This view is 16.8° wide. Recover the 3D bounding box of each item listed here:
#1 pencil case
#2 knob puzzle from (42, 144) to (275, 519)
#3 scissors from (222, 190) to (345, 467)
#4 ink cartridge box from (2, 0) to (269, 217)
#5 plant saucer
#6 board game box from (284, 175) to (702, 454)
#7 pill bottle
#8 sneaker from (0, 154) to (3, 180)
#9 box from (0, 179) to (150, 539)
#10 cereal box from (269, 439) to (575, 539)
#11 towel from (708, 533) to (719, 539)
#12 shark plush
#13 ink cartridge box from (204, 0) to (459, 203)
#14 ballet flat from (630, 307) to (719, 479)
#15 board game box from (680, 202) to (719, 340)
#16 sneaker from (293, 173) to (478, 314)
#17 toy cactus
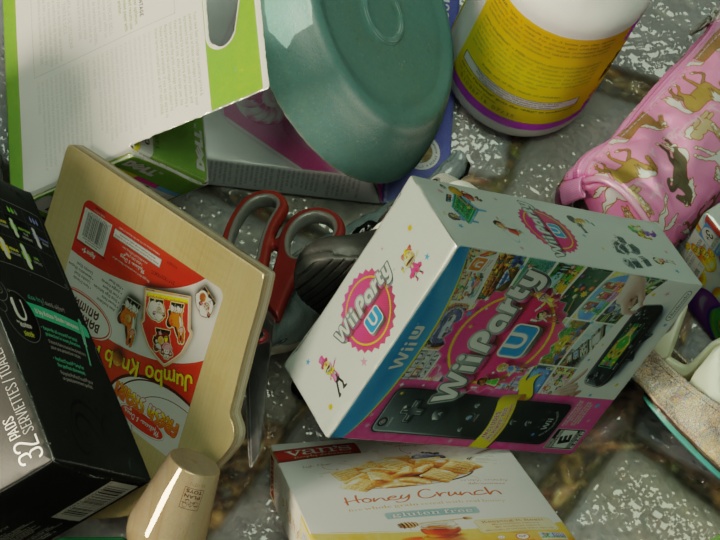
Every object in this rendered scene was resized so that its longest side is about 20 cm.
[{"bbox_3d":[0.210,-0.086,1.567,0.086,0.083,0.200,33,62,19],"label":"pencil case"},{"bbox_3d":[-0.131,0.053,1.427,0.030,0.220,0.221,-5,61,-49],"label":"knob puzzle"},{"bbox_3d":[-0.064,0.031,1.425,0.073,0.014,0.201,10,52,13],"label":"scissors"},{"bbox_3d":[-0.120,-0.127,1.482,0.199,0.076,0.149,-21,63,30],"label":"ink cartridge box"},{"bbox_3d":[0.002,-0.155,1.515,0.200,0.036,0.201,26,56,-46],"label":"plant saucer"},{"bbox_3d":[0.077,0.031,1.403,0.199,0.148,0.064,8,37,-40],"label":"board game box"},{"bbox_3d":[0.124,-0.172,1.530,0.103,0.200,0.105,5,65,-11],"label":"pill bottle"},{"bbox_3d":[-0.246,-0.076,1.446,0.082,0.200,0.077,33,95,-2],"label":"sneaker"},{"bbox_3d":[-0.238,0.060,1.390,0.148,0.124,0.201,-30,71,13],"label":"box"},{"bbox_3d":[0.031,0.140,1.393,0.143,0.200,0.040,-3,105,-11],"label":"cereal box"},{"bbox_3d":[0.162,0.195,1.374,0.148,0.200,0.031,-19,65,-16],"label":"towel"},{"bbox_3d":[0.000,0.000,1.502,0.199,0.083,0.091,-28,72,-19],"label":"shark plush"},{"bbox_3d":[-0.033,-0.144,1.587,0.198,0.043,0.198,6,65,-4],"label":"ink cartridge box"},{"bbox_3d":[0.190,0.054,1.507,0.200,0.068,0.067,43,102,11],"label":"ballet flat"},{"bbox_3d":[0.300,0.038,1.518,0.105,0.103,0.200,-31,73,-20],"label":"board game box"},{"bbox_3d":[0.034,-0.015,1.456,0.199,0.074,0.089,5,61,-42],"label":"sneaker"},{"bbox_3d":[-0.124,0.181,1.369,0.199,0.102,0.166,19,109,-8],"label":"toy cactus"}]
